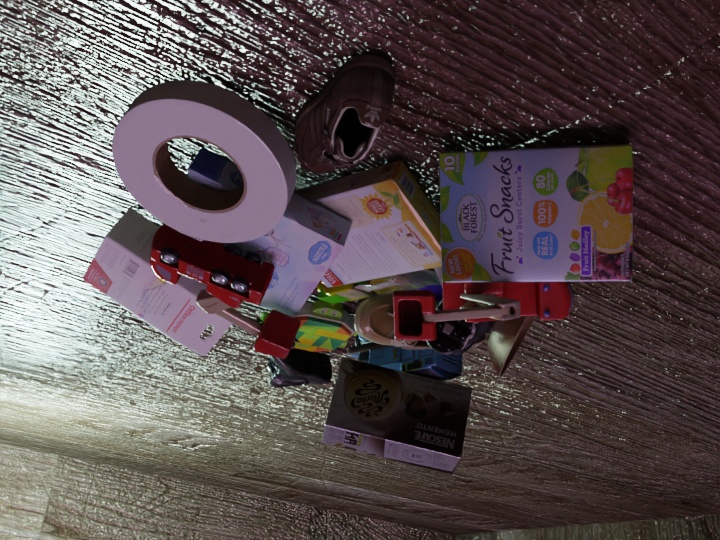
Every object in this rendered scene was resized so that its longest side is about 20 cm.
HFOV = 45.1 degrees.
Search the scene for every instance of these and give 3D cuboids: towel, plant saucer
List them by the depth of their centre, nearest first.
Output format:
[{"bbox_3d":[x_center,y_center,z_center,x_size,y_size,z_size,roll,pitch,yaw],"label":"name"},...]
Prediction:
[{"bbox_3d":[0.212,0.041,1.119,0.035,0.200,0.200,28,160,14],"label":"plant saucer"},{"bbox_3d":[0.095,0.032,1.301,0.143,0.023,0.200,-13,150,34],"label":"towel"}]

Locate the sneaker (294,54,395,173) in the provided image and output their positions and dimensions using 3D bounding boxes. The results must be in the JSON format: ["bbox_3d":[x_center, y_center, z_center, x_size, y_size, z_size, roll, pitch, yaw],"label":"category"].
[{"bbox_3d":[-0.025,-0.137,0.882,0.070,0.076,0.200,12,155,-15],"label":"sneaker"}]

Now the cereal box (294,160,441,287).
[{"bbox_3d":[0.001,-0.051,1.061,0.200,0.040,0.144,-10,132,37],"label":"cereal box"}]

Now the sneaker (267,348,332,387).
[{"bbox_3d":[-0.143,0.170,1.591,0.114,0.076,0.199,-12,156,21],"label":"sneaker"}]

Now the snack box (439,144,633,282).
[{"bbox_3d":[0.187,-0.060,0.928,0.199,0.143,0.053,0,-174,14],"label":"snack box"}]

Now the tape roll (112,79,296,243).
[{"bbox_3d":[-0.169,-0.112,0.938,0.202,0.037,0.203,10,139,9],"label":"tape roll"}]

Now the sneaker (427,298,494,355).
[{"bbox_3d":[0.151,0.022,1.078,0.066,0.200,0.091,29,173,22],"label":"sneaker"}]

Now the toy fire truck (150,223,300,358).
[{"bbox_3d":[-0.167,0.027,1.084,0.199,0.049,0.141,22,144,-2],"label":"toy fire truck"}]

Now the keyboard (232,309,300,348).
[{"bbox_3d":[-0.174,0.088,1.361,0.127,0.021,0.200,10,164,36],"label":"keyboard"}]

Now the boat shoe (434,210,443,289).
[{"bbox_3d":[0.147,-0.018,1.139,0.093,0.075,0.200,-33,134,-10],"label":"boat shoe"}]

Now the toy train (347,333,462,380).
[{"bbox_3d":[0.068,0.120,1.336,0.200,0.115,0.087,-16,148,39],"label":"toy train"}]

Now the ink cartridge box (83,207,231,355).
[{"bbox_3d":[-0.264,0.020,1.186,0.200,0.068,0.116,36,136,-9],"label":"ink cartridge box"}]

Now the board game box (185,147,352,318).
[{"bbox_3d":[-0.137,-0.038,1.077,0.199,0.043,0.200,27,143,-8],"label":"board game box"}]

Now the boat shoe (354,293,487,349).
[{"bbox_3d":[0.085,0.073,1.197,0.199,0.074,0.063,6,180,-32],"label":"boat shoe"}]

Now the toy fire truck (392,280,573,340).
[{"bbox_3d":[0.138,0.037,0.951,0.199,0.049,0.141,-2,-172,5],"label":"toy fire truck"}]

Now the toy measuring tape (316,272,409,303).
[{"bbox_3d":[0.000,0.000,1.181,0.073,0.074,0.200,21,159,-31],"label":"toy measuring tape"}]

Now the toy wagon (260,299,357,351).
[{"bbox_3d":[-0.076,0.085,1.434,0.155,0.040,0.200,13,155,-17],"label":"toy wagon"}]

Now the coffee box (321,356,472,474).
[{"bbox_3d":[0.054,0.214,1.272,0.199,0.113,0.080,14,148,2],"label":"coffee box"}]
